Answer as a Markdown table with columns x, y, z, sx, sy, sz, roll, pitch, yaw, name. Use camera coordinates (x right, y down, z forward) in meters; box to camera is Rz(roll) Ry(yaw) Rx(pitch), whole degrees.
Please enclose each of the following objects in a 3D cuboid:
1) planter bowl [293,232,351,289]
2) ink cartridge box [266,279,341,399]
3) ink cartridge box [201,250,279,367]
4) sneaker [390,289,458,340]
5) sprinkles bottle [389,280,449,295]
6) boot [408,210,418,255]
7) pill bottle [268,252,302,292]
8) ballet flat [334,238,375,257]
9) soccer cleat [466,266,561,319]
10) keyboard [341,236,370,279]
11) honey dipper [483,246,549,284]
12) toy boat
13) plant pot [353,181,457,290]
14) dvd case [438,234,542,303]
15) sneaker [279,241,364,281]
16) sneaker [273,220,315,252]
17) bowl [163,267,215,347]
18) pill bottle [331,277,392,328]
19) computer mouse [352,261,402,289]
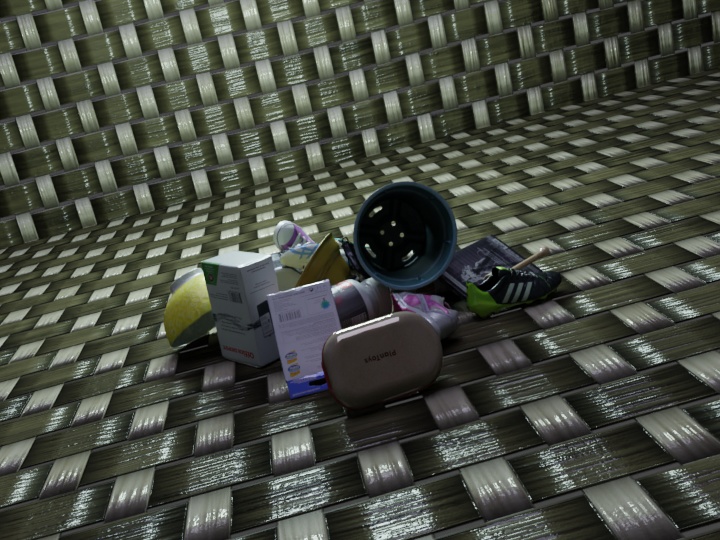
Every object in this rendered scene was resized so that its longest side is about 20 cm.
| x | y | z | sx | sy | sz | roll | pitch | yaw | name |
| --- | --- | --- | --- | --- | --- | --- | --- | --- | --- |
| -0.074 | 0.031 | 1.743 | 0.083 | 0.202 | 0.201 | 29 | 24 | 3 | planter bowl |
| -0.088 | 0.124 | 1.510 | 0.118 | 0.202 | 0.042 | -14 | -28 | -5 | ink cartridge box |
| -0.222 | 0.072 | 1.663 | 0.082 | 0.203 | 0.146 | -22 | 19 | -37 | ink cartridge box |
| 0.119 | 0.084 | 1.583 | 0.087 | 0.082 | 0.200 | -17 | 25 | -17 | sneaker |
| 0.158 | 0.018 | 1.773 | 0.198 | 0.069 | 0.068 | -20 | 18 | -24 | sprinkles bottle |
| 0.150 | -0.074 | 1.904 | 0.075 | 0.171 | 0.200 | -16 | 17 | -11 | boot |
| -0.183 | 0.020 | 1.967 | 0.105 | 0.108 | 0.200 | -15 | 16 | -5 | pill bottle |
| 0.009 | -0.031 | 2.045 | 0.197 | 0.063 | 0.067 | 9 | -1 | -29 | ballet flat |
| 0.291 | 0.026 | 1.615 | 0.197 | 0.082 | 0.067 | -18 | 17 | -14 | soccer cleat |
| 0.000 | 0.000 | 1.765 | 0.039 | 0.105 | 0.200 | -31 | -26 | 7 | keyboard |
| 0.320 | -0.010 | 1.714 | 0.199 | 0.039 | 0.038 | -27 | 21 | -38 | honey dipper |
| 0.035 | 0.150 | 1.394 | 0.197 | 0.132 | 0.131 | -16 | -13 | -9 | toy boat |
| 0.074 | -0.071 | 1.691 | 0.197 | 0.203 | 0.196 | -15 | 5 | -5 | plant pot |
| 0.251 | 0.001 | 1.731 | 0.198 | 0.016 | 0.148 | -24 | 49 | -34 | dvd case |
| -0.079 | -0.015 | 1.866 | 0.197 | 0.073 | 0.072 | 4 | -27 | -7 | sneaker |
| -0.117 | -0.047 | 2.024 | 0.113 | 0.200 | 0.073 | 21 | 78 | 39 | sneaker |
| -0.340 | 0.061 | 1.802 | 0.199 | 0.108 | 0.200 | -34 | -8 | -5 | bowl |
| -0.041 | 0.084 | 1.636 | 0.198 | 0.112 | 0.110 | -22 | 18 | -27 | pill bottle |
| 0.037 | 0.009 | 1.924 | 0.198 | 0.053 | 0.138 | 0 | 20 | 38 | computer mouse |
